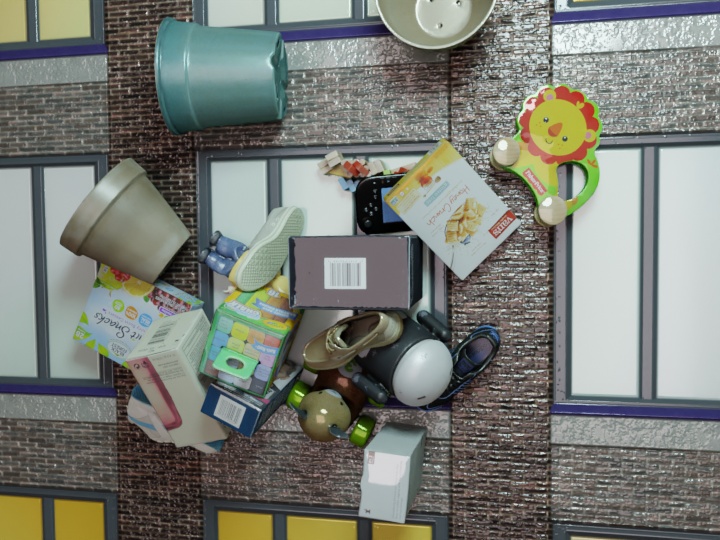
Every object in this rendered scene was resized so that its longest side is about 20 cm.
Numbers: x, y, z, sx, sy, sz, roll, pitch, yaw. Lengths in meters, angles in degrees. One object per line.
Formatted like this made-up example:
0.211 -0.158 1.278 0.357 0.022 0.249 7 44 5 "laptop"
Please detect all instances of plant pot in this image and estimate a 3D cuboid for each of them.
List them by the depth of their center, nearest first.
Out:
-0.232 -0.338 1.270 0.194 0.200 0.202 1 93 3 "plant pot"
-0.413 -0.074 1.327 0.173 0.200 0.200 38 100 -10 "plant pot"

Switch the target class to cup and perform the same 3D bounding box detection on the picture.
0.132 -0.453 1.203 0.198 0.143 0.202 1 94 12 "cup"

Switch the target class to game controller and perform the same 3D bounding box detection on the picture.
0.090 -0.120 1.248 0.198 0.042 0.105 -6 124 -5 "game controller"

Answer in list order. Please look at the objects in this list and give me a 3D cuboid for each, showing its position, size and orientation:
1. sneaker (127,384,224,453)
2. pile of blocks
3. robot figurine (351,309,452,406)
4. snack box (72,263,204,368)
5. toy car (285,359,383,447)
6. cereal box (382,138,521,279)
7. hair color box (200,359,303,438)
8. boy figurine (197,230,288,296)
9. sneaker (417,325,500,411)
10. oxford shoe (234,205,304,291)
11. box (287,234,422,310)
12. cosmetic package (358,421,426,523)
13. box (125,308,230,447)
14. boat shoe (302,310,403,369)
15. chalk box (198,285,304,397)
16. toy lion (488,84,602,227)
-0.351 0.293 1.383 0.199 0.077 0.081 28 120 6 "sneaker"
0.014 -0.163 1.284 0.198 0.062 0.083 10 95 11 "pile of blocks"
0.067 0.143 1.236 0.200 0.124 0.151 36 109 39 "robot figurine"
-0.423 0.096 1.384 0.199 0.068 0.170 26 98 10 "snack box"
-0.053 0.230 1.247 0.163 0.200 0.159 26 98 9 "toy car"
0.156 -0.101 1.226 0.144 0.040 0.200 -45 108 8 "cereal box"
-0.185 0.206 1.270 0.099 0.200 0.061 26 108 9 "hair color box"
-0.195 0.001 1.334 0.199 0.064 0.125 29 82 6 "boy figurine"
0.164 0.173 1.261 0.070 0.078 0.200 43 100 6 "sneaker"
-0.168 -0.040 1.286 0.057 0.201 0.076 7 139 29 "oxford shoe"
0.000 0.000 1.225 0.198 0.198 0.124 0 94 11 "box"
0.058 0.336 1.229 0.080 0.200 0.114 5 94 11 "cosmetic package"
-0.303 0.191 1.284 0.108 0.128 0.201 -13 116 17 "box"
-0.026 0.110 1.194 0.199 0.065 0.073 -23 63 31 "boat shoe"
-0.185 0.117 1.217 0.124 0.200 0.125 22 110 1 "chalk box"
0.330 -0.202 1.222 0.191 0.069 0.201 -37 86 3 "toy lion"
